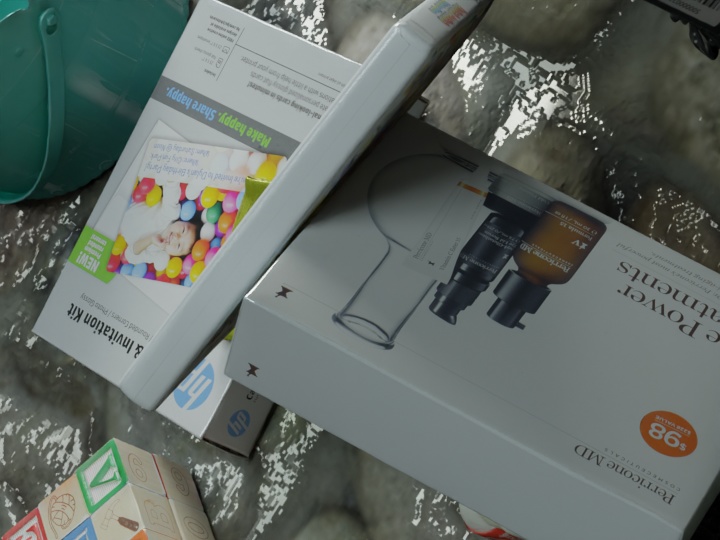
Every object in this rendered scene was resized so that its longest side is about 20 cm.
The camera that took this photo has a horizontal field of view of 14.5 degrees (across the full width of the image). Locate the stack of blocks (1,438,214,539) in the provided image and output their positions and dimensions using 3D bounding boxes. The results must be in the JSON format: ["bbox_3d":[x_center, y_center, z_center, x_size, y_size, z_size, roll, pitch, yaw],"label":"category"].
[{"bbox_3d":[-0.092,0.181,1.357,0.115,0.058,0.201,-40,49,21],"label":"stack of blocks"}]

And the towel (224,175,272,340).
[{"bbox_3d":[0.000,0.000,1.318,0.199,0.018,0.087,7,71,48],"label":"towel"}]

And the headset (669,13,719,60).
[{"bbox_3d":[0.213,-0.183,1.261,0.200,0.094,0.124,-41,48,0],"label":"headset"}]

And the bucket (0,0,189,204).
[{"bbox_3d":[-0.201,-0.142,1.547,0.206,0.134,0.209,-19,58,35],"label":"bucket"}]

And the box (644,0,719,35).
[{"bbox_3d":[0.110,-0.216,1.215,0.106,0.122,0.201,-48,44,24],"label":"box"}]

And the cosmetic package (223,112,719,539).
[{"bbox_3d":[0.066,0.032,1.168,0.199,0.151,0.052,27,135,11],"label":"cosmetic package"}]

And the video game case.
[{"bbox_3d":[-0.019,-0.039,1.241,0.023,0.182,0.200,38,107,1],"label":"video game case"}]

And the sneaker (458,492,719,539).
[{"bbox_3d":[0.096,0.102,1.226,0.093,0.070,0.200,-48,44,23],"label":"sneaker"}]

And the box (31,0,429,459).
[{"bbox_3d":[-0.069,-0.026,1.444,0.156,0.041,0.201,28,92,45],"label":"box"}]
